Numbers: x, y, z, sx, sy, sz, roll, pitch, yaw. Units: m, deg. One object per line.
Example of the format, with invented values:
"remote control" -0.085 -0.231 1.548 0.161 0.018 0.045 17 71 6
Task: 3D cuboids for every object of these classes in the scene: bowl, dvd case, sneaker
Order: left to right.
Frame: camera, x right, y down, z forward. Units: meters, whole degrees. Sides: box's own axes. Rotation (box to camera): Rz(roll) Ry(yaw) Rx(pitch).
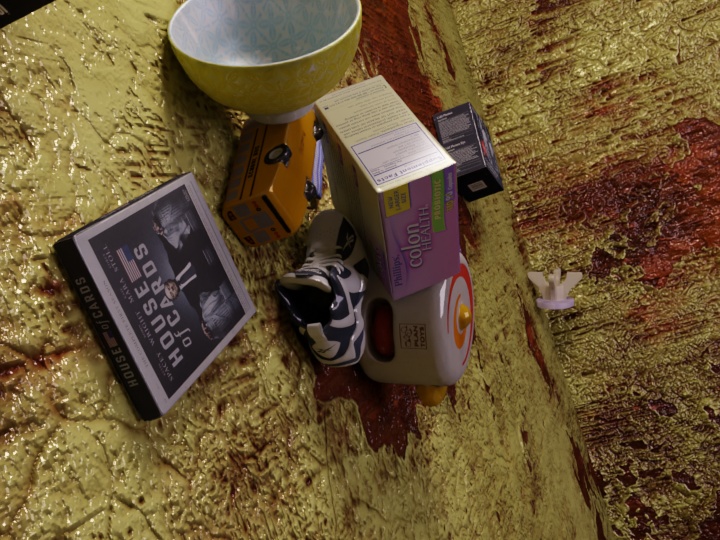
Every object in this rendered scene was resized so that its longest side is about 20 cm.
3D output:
"dvd case" -0.160 0.011 0.655 0.200 0.025 0.151 -58 128 -66
"bowl" -0.093 -0.222 0.824 0.108 0.199 0.201 83 7 -46
"sneaker" -0.045 0.001 0.893 0.130 0.079 0.200 54 36 -62

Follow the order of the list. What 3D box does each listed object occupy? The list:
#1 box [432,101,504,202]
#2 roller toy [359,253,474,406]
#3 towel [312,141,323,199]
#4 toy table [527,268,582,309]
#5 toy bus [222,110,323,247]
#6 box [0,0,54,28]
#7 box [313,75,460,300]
"box" 0.279 -0.299 1.994 0.200 0.104 0.183 27 48 -64
"roller toy" 0.079 0.062 1.038 0.183 0.139 0.201 60 37 -52
"towel" -0.094 -0.209 1.021 0.200 0.024 0.145 54 27 -43
"toy table" 0.673 0.063 2.700 0.200 0.182 0.118 -38 127 -78
"toy bus" -0.094 -0.122 0.865 0.065 0.078 0.201 55 26 -39
"box" -0.269 -0.283 0.510 0.164 0.086 0.201 51 29 -48
"box" 0.032 -0.102 0.944 0.177 0.096 0.200 80 -15 -46
